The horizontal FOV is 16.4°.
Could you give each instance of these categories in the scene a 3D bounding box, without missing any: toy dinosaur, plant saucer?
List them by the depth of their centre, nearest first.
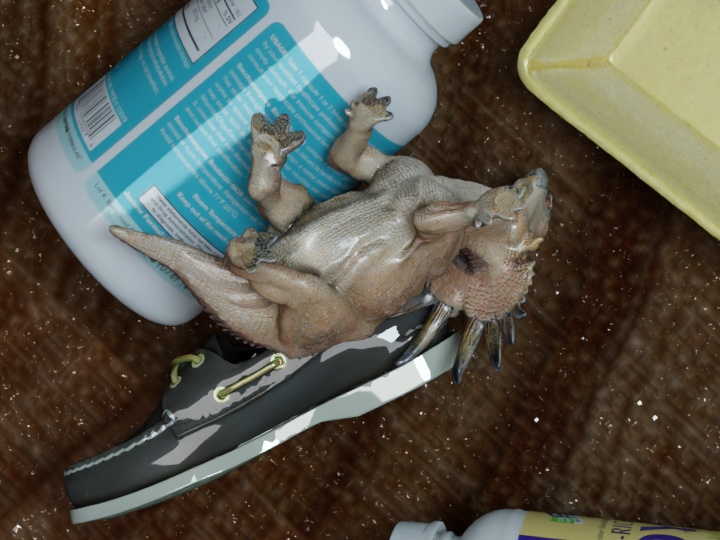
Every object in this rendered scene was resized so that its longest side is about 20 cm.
[{"bbox_3d":[0.000,0.000,1.063,0.199,0.136,0.086,-15,54,-6],"label":"toy dinosaur"},{"bbox_3d":[0.202,-0.106,1.082,0.200,0.048,0.200,39,102,11],"label":"plant saucer"}]

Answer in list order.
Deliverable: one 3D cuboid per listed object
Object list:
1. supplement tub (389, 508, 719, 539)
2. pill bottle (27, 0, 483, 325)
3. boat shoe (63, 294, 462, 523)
[{"bbox_3d":[0.108,0.181,1.092,0.199,0.145,0.146,5,98,9],"label":"supplement tub"},{"bbox_3d":[-0.043,-0.075,1.106,0.200,0.111,0.111,-38,89,12],"label":"pill bottle"},{"bbox_3d":[-0.051,0.055,1.145,0.200,0.072,0.061,-25,92,4],"label":"boat shoe"}]
